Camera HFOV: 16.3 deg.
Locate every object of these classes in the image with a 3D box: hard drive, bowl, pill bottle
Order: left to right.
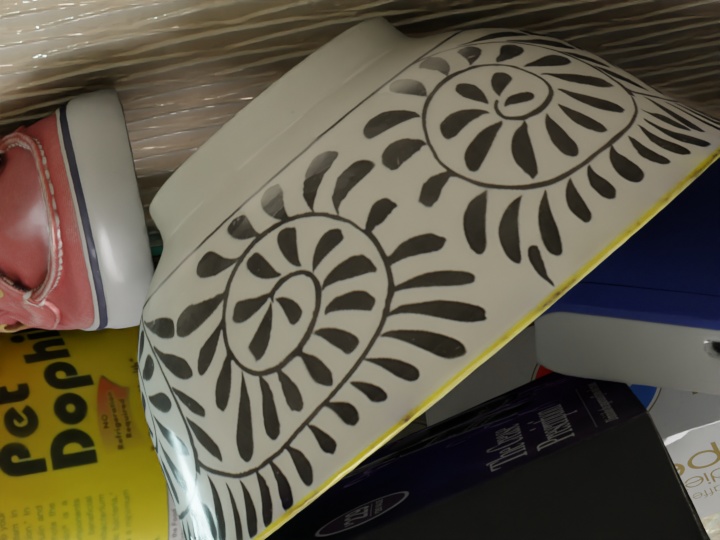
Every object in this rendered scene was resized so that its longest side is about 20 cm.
[{"bbox_3d":[-0.136,0.074,0.905,0.200,0.109,0.109,-9,173,-21],"label":"pill bottle"},{"bbox_3d":[0.003,-0.010,0.718,0.201,0.094,0.201,-39,178,-1],"label":"bowl"},{"bbox_3d":[0.156,-0.007,0.815,0.132,0.025,0.200,6,-157,27],"label":"hard drive"}]

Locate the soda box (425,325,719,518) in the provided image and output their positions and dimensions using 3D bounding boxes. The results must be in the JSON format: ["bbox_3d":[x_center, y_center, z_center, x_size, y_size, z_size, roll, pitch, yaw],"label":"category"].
[{"bbox_3d":[0.126,0.045,0.924,0.200,0.068,0.064,-19,142,12],"label":"soda box"}]

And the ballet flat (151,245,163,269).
[{"bbox_3d":[-0.127,0.022,1.001,0.200,0.069,0.068,1,170,-39],"label":"ballet flat"}]

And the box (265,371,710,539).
[{"bbox_3d":[0.033,0.093,0.788,0.141,0.079,0.200,-26,-178,2],"label":"box"}]

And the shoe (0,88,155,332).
[{"bbox_3d":[-0.120,-0.008,0.807,0.091,0.072,0.200,-10,176,-12],"label":"shoe"}]

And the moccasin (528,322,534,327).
[{"bbox_3d":[0.065,-0.009,0.966,0.201,0.074,0.078,0,-178,22],"label":"moccasin"}]

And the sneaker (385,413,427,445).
[{"bbox_3d":[0.030,0.086,1.124,0.202,0.077,0.146,39,175,41],"label":"sneaker"}]
